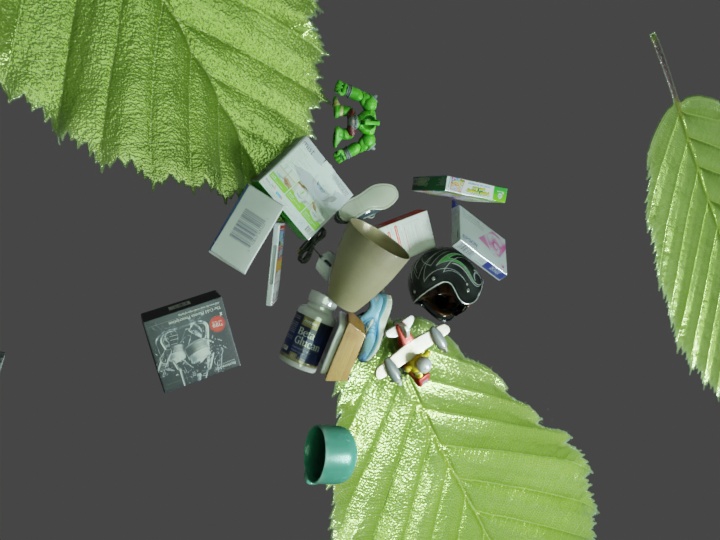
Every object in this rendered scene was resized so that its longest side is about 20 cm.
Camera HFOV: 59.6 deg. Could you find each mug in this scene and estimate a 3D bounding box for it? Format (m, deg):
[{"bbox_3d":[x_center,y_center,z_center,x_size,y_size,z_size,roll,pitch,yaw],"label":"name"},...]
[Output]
[{"bbox_3d":[-0.083,0.508,1.733,0.112,0.184,0.155,9,69,-25],"label":"mug"}]

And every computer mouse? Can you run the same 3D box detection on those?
[{"bbox_3d":[-0.080,-0.012,1.713,0.110,0.044,0.200,-47,111,-12],"label":"computer mouse"}]

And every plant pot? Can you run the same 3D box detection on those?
[{"bbox_3d":[0.000,0.000,1.636,0.185,0.188,0.202,26,105,-23],"label":"plant pot"}]

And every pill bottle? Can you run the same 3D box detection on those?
[{"bbox_3d":[-0.133,0.159,1.676,0.110,0.111,0.204,24,87,-23],"label":"pill bottle"}]

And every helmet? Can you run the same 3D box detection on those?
[{"bbox_3d":[0.230,0.030,1.772,0.189,0.200,0.202,35,83,-5],"label":"helmet"}]

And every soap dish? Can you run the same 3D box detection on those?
[{"bbox_3d":[-0.044,0.198,1.660,0.080,0.200,0.160,22,95,-3],"label":"soap dish"}]

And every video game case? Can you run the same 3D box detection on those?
[{"bbox_3d":[-0.215,-0.020,1.604,0.017,0.143,0.205,7,94,-2],"label":"video game case"}]

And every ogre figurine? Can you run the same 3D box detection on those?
[{"bbox_3d":[-0.014,-0.390,1.667,0.117,0.098,0.205,0,86,-11],"label":"ogre figurine"}]

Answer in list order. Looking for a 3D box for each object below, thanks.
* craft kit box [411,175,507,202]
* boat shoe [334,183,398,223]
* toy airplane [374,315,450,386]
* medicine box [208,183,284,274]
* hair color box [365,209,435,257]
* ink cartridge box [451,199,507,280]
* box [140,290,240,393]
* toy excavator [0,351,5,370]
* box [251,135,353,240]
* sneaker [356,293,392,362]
[{"bbox_3d":[0.272,-0.226,1.752,0.193,0.199,0.050,5,95,-22],"label":"craft kit box"},{"bbox_3d":[0.015,-0.178,1.721,0.198,0.062,0.076,-32,92,-25],"label":"boat shoe"},{"bbox_3d":[0.151,0.231,1.767,0.196,0.141,0.203,17,101,-34],"label":"toy airplane"},{"bbox_3d":[-0.280,-0.097,1.526,0.102,0.200,0.184,31,84,-12],"label":"medicine box"},{"bbox_3d":[0.104,-0.087,1.772,0.197,0.064,0.113,-21,104,-20],"label":"hair color box"},{"bbox_3d":[0.342,-0.099,1.816,0.195,0.043,0.203,32,43,-24],"label":"ink cartridge box"},{"bbox_3d":[-0.420,0.172,1.560,0.196,0.104,0.186,-19,105,-19],"label":"box"},{"bbox_3d":[-0.868,0.279,1.377,0.098,0.194,0.204,21,61,-23],"label":"toy excavator"},{"bbox_3d":[-0.149,-0.214,1.630,0.177,0.096,0.201,-46,111,-12],"label":"box"},{"bbox_3d":[0.023,0.157,1.775,0.088,0.078,0.204,17,87,-5],"label":"sneaker"}]
